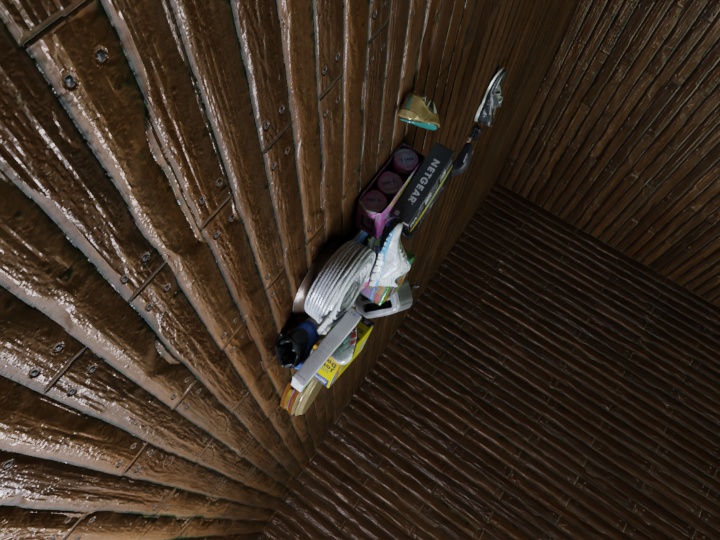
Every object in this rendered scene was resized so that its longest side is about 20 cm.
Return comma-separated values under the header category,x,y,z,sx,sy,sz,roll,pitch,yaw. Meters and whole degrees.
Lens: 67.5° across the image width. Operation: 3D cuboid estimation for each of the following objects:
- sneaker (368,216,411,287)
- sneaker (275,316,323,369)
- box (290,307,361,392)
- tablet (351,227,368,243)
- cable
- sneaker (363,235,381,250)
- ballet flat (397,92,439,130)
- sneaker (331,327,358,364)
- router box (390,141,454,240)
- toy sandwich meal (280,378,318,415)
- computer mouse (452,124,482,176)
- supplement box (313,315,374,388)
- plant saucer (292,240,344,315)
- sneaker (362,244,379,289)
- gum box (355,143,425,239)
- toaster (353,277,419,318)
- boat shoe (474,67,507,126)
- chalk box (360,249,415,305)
category,x,y,z,sx,sy,sz,roll,pitch,yaw
sneaker,0.079,-0.038,1.226,0.201,0.086,0.075,105,-4,-45
sneaker,-0.157,0.190,1.250,0.111,0.077,0.200,-32,165,-39
box,-0.079,0.182,1.214,0.200,0.036,0.144,-48,175,-18
tablet,0.023,-0.112,1.338,0.200,0.014,0.130,-52,173,-23
cable,-0.042,0.029,1.178,0.201,0.069,0.200,-62,168,16
sneaker,0.076,-0.097,1.427,0.200,0.076,0.075,-53,180,-30
ballet flat,0.133,-0.336,1.138,0.200,0.068,0.064,-28,134,-69
sneaker,-0.032,0.163,1.362,0.201,0.076,0.082,-91,161,-47
router box,0.146,-0.181,1.272,0.201,0.052,0.157,-57,169,-5
toy sandwich meal,-0.167,0.350,1.625,0.206,0.070,0.205,-59,171,-16
computer mouse,0.394,-0.433,1.972,0.201,0.046,0.140,-57,169,-4
supplement box,-0.064,0.199,1.462,0.200,0.108,0.110,-43,161,-50
plant saucer,-0.084,0.025,1.234,0.201,0.032,0.200,-55,167,-19
sneaker,0.000,0.000,1.345,0.199,0.089,0.081,-30,-179,14
gum box,0.064,-0.178,1.237,0.201,0.066,0.114,-54,168,-23
toaster,0.073,0.084,1.661,0.129,0.198,0.115,-15,94,-65
boat shoe,0.448,-0.577,1.795,0.072,0.067,0.201,-44,160,-42
chalk box,0.048,0.002,1.475,0.125,0.123,0.200,-64,167,25
